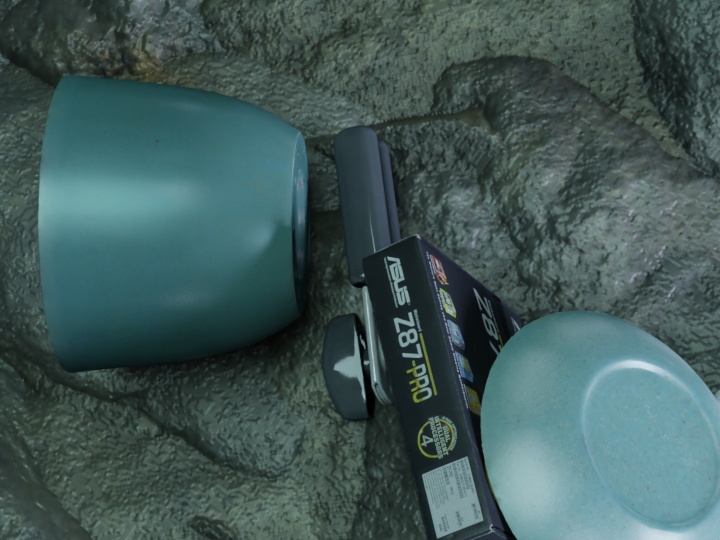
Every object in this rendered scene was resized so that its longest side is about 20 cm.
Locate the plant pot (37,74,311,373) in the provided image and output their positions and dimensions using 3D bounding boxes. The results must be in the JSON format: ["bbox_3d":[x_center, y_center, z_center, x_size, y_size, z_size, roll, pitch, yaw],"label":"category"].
[{"bbox_3d":[-0.117,-0.031,1.320,0.160,0.201,0.202,0,74,3],"label":"plant pot"}]

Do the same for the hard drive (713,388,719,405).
[{"bbox_3d":[0.234,0.161,1.240,0.200,0.027,0.132,-44,67,2],"label":"hard drive"}]

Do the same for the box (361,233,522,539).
[{"bbox_3d":[0.073,0.096,1.221,0.049,0.161,0.201,-24,60,18],"label":"box"}]

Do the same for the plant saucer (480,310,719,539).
[{"bbox_3d":[0.165,0.109,1.170,0.039,0.200,0.202,-41,59,49],"label":"plant saucer"}]

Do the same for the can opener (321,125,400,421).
[{"bbox_3d":[0.000,0.000,1.344,0.066,0.053,0.201,-8,72,15],"label":"can opener"}]
